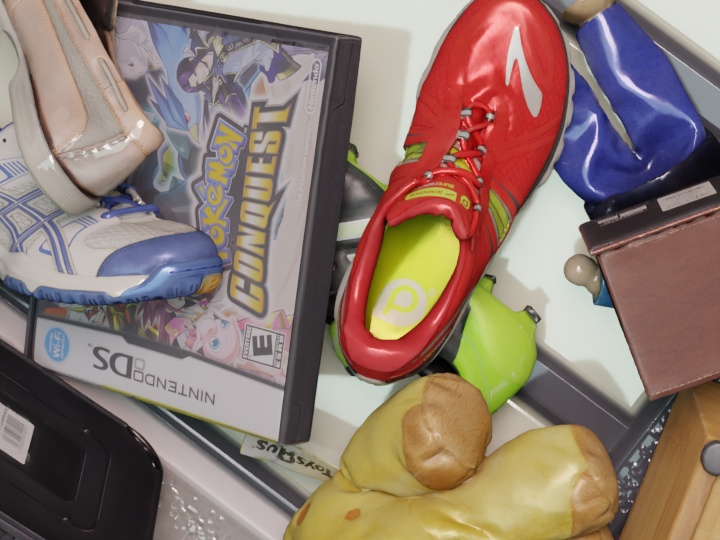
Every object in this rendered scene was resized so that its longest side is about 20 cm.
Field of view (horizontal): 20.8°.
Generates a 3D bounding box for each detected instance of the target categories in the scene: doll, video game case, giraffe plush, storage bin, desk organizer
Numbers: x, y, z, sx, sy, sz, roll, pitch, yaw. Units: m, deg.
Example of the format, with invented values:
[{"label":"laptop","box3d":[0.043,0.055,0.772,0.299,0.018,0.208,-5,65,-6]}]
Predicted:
[{"label":"doll","box3d":[0.152,-0.043,0.967,0.136,0.048,0.200,-32,92,2]},{"label":"video game case","box3d":[-0.089,-0.030,0.983,0.181,0.025,0.200,14,101,35]},{"label":"giraffe plush","box3d":[0.015,0.159,0.934,0.200,0.162,0.173,8,129,13]},{"label":"storage bin","box3d":[-0.207,0.102,0.974,0.200,0.135,0.094,35,113,-17]},{"label":"desk organizer","box3d":[0.210,-0.014,0.908,0.200,0.072,0.077,-20,99,6]}]

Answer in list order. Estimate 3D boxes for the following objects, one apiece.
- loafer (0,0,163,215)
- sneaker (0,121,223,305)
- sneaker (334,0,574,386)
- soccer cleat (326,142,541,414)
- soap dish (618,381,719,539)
[{"label":"loafer","box3d":[-0.136,-0.117,0.948,0.063,0.072,0.200,-27,54,14]},{"label":"sneaker","box3d":[-0.150,-0.035,0.966,0.200,0.075,0.088,11,99,35]},{"label":"sneaker","box3d":[0.046,-0.037,0.912,0.077,0.085,0.200,21,92,3]},{"label":"soccer cleat","box3d":[0.000,0.000,0.983,0.200,0.068,0.081,41,73,1]},{"label":"soap dish","box3d":[0.226,0.161,0.967,0.200,0.081,0.157,21,101,7]}]
